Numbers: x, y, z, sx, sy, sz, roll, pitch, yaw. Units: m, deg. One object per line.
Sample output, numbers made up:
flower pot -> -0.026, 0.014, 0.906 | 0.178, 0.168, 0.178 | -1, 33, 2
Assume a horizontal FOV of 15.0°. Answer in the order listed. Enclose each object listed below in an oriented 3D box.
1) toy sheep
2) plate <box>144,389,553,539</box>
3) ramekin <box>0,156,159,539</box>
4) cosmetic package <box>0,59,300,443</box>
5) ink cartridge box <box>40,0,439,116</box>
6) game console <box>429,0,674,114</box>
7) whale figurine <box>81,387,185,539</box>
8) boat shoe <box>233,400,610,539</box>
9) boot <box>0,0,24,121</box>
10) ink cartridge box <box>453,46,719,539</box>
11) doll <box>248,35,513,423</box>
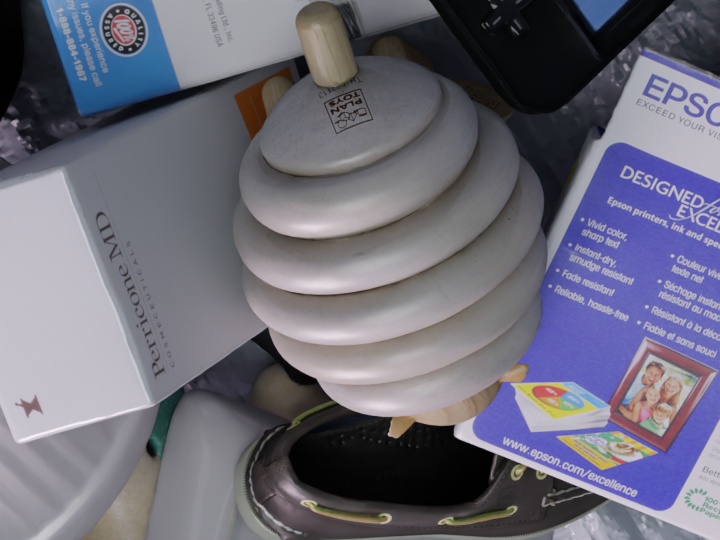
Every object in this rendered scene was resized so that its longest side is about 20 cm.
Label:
toy sheep -> 0.010, -0.020, 1.081 | 0.138, 0.138, 0.200 | -15, 123, 18
plate -> -0.008, 0.171, 1.224 | 0.200, 0.200, 0.032 | 19, 160, -20
ramekin -> -0.191, 0.035, 1.170 | 0.202, 0.203, 0.094 | -14, 148, 18
cosmetic package -> -0.082, -0.015, 1.120 | 0.071, 0.200, 0.102 | -15, 101, 29
ink cartridge box -> -0.040, -0.166, 1.113 | 0.199, 0.084, 0.145 | -15, 114, 2
game console -> 0.105, -0.181, 1.027 | 0.200, 0.116, 0.176 | -43, 110, -14
whale figurine -> -0.163, 0.077, 1.291 | 0.200, 0.104, 0.159 | -6, 127, 40
boat shoe -> 0.047, 0.084, 1.210 | 0.201, 0.061, 0.072 | -8, 76, -20
boot -> -0.196, -0.115, 1.217 | 0.075, 0.074, 0.200 | 40, 130, 26
ink cartridge box -> 0.166, 0.021, 1.133 | 0.197, 0.047, 0.200 | 23, 117, -4
doll -> 0.000, 0.000, 1.233 | 0.136, 0.048, 0.200 | 27, 118, 1
